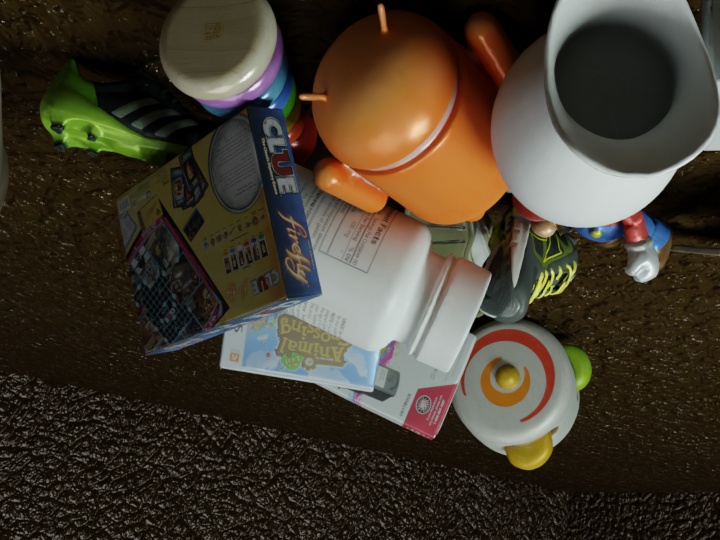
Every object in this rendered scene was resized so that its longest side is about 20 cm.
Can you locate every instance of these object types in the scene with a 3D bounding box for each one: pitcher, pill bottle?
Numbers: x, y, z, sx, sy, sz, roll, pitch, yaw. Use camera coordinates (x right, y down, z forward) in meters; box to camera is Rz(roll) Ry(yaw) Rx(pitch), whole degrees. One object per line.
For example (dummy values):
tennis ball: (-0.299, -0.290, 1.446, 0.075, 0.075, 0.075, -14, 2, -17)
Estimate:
pitcher: (0.137, -0.119, 0.503, 0.119, 0.175, 0.200, -3, 174, 6)
pill bottle: (0.000, 0.000, 0.697, 0.198, 0.116, 0.115, 25, 162, 5)

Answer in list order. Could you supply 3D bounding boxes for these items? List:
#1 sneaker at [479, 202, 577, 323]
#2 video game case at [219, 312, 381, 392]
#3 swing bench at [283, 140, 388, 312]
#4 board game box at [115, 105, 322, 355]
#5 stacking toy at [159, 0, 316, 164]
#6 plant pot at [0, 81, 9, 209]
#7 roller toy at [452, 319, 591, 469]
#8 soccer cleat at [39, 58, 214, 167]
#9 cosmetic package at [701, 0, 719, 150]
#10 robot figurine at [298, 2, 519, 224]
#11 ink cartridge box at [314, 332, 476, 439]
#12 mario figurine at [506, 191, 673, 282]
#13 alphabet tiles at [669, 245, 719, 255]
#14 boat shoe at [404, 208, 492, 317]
sneaker: (0.160, -0.009, 0.769, 0.084, 0.201, 0.075, 28, 121, 1)
video game case: (-0.065, 0.048, 1.042, 0.196, 0.185, 0.022, 9, -165, -4)
swing bench: (-0.063, -0.037, 0.844, 0.195, 0.132, 0.200, 7, 162, 9)
board game box: (-0.116, -0.022, 0.648, 0.034, 0.138, 0.199, -5, 170, -44)
stacking toy: (-0.076, -0.135, 0.659, 0.084, 0.087, 0.200, 3, 167, 15)
plant pot: (-0.371, -0.123, 0.679, 0.198, 0.203, 0.173, 18, 143, -28)
roller toy: (0.223, 0.173, 1.242, 0.180, 0.202, 0.140, 22, 168, 27)
soccer cleat: (-0.164, -0.121, 0.713, 0.197, 0.082, 0.068, 17, 154, -14)
cosmetic package: (0.284, -0.132, 0.445, 0.197, 0.115, 0.081, 2, 161, 22)
robot figurine: (0.044, -0.109, 0.613, 0.142, 0.119, 0.199, -3, 160, 37)
ink cartridge box: (0.036, 0.115, 1.127, 0.197, 0.149, 0.086, 24, 172, 4)
mario figurine: (0.193, -0.046, 0.749, 0.122, 0.108, 0.199, -7, 158, 42)
alphabet tiles: (0.373, -0.014, 0.776, 0.164, 0.008, 0.200, 4, -176, -5)
boat shoe: (0.094, -0.040, 0.863, 0.074, 0.069, 0.201, 6, 141, 22)
